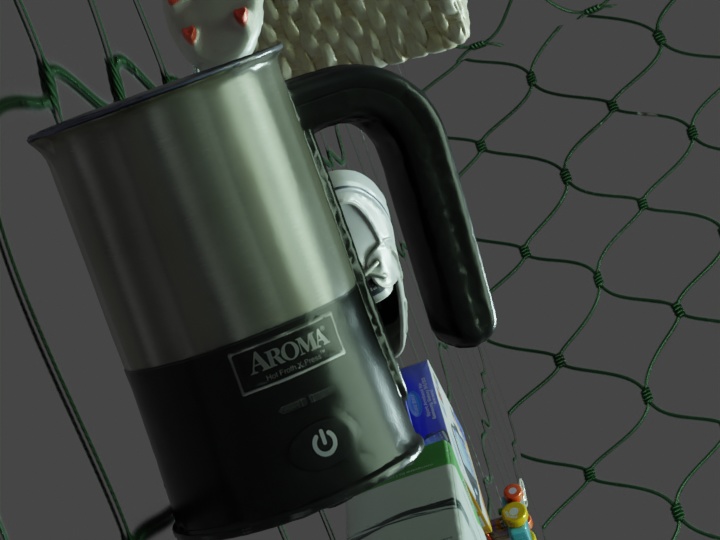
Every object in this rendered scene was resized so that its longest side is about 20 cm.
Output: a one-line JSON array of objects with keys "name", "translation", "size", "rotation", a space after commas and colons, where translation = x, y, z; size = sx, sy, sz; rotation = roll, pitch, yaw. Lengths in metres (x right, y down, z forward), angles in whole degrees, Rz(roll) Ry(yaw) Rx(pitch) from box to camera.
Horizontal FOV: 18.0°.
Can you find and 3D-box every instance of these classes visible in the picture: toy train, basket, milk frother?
[{"name": "toy train", "translation": [0.186, 0.346, 2.642], "size": [0.150, 0.055, 0.201], "rotation": [35, 39, -83]}, {"name": "basket", "translation": [-0.030, -0.260, 1.778], "size": [0.161, 0.197, 0.201], "rotation": [-92, 164, -58]}, {"name": "milk frother", "translation": [-0.060, 0.005, 1.028], "size": [0.200, 0.180, 0.189], "rotation": [-11, -80, 52]}]

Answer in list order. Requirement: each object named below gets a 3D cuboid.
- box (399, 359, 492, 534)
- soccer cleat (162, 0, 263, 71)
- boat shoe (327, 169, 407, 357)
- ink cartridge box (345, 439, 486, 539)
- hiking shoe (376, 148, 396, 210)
[{"name": "box", "translation": [0.079, 0.173, 2.204], "size": [0.200, 0.041, 0.119], "rotation": [66, 7, -60]}, {"name": "soccer cleat", "translation": [-0.103, -0.202, 1.516], "size": [0.078, 0.069, 0.201], "rotation": [68, 2, -57]}, {"name": "boat shoe", "translation": [0.000, 0.000, 1.865], "size": [0.200, 0.072, 0.066], "rotation": [78, -6, -49]}, {"name": "ink cartridge box", "translation": [0.049, 0.221, 1.497], "size": [0.200, 0.083, 0.147], "rotation": [-92, 163, -74]}, {"name": "hiking shoe", "translation": [0.056, -0.133, 2.914], "size": [0.101, 0.076, 0.200], "rotation": [56, 5, -40]}]
